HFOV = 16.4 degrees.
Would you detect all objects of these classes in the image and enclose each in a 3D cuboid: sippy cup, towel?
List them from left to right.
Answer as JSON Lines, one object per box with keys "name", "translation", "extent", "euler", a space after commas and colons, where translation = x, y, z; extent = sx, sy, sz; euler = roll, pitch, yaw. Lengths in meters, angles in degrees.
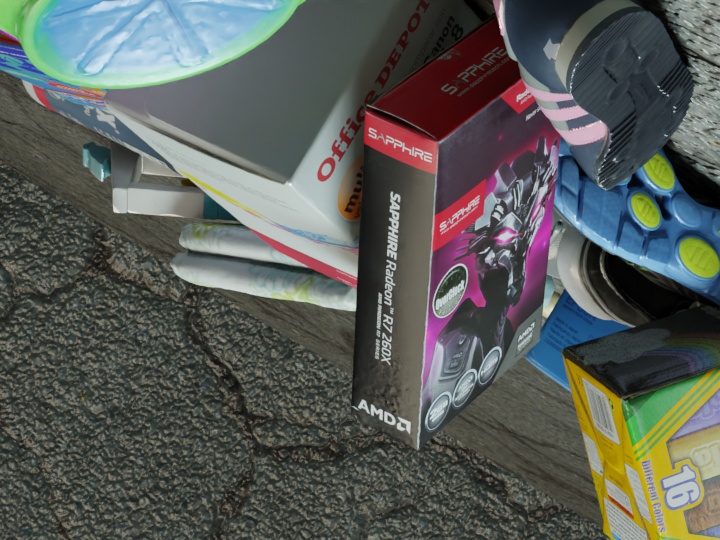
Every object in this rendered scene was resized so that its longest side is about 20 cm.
{"name": "sippy cup", "translation": [-0.105, -0.174, 1.159], "extent": [0.139, 0.131, 0.177], "euler": [-29, 154, 29]}
{"name": "towel", "translation": [0.000, 0.000, 1.626], "extent": [0.199, 0.048, 0.171], "euler": [8, -173, 41]}

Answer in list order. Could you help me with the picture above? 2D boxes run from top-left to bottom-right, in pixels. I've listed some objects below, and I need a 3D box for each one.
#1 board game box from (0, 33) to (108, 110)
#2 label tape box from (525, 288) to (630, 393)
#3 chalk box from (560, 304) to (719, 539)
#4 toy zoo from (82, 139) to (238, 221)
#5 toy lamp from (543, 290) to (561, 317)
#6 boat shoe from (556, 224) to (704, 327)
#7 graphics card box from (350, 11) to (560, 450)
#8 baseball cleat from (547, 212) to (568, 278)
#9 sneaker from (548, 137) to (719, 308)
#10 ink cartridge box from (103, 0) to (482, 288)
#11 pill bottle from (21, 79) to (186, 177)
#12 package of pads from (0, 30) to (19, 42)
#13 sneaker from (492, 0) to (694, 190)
{"name": "board game box", "translation": [-0.147, -0.125, 1.469], "extent": [0.151, 0.045, 0.200], "euler": [13, 177, 24]}
{"name": "label tape box", "translation": [0.228, 0.088, 1.675], "extent": [0.200, 0.064, 0.144], "euler": [22, -170, -45]}
{"name": "chalk box", "translation": [0.237, 0.085, 1.444], "extent": [0.124, 0.199, 0.124], "euler": [-139, 33, -74]}
{"name": "toy zoo", "translation": [-0.089, -0.073, 1.686], "extent": [0.199, 0.021, 0.131], "euler": [5, -149, 3]}
{"name": "toy lamp", "translation": [0.140, 0.024, 1.897], "extent": [0.199, 0.058, 0.058], "euler": [30, 173, 6]}
{"name": "boat shoe", "translation": [0.205, 0.019, 1.534], "extent": [0.199, 0.074, 0.068], "euler": [33, 169, -36]}
{"name": "graphics card box", "translation": [0.051, -0.020, 1.305], "extent": [0.051, 0.125, 0.201], "euler": [25, 131, 26]}
{"name": "baseball cleat", "translation": [0.076, -0.034, 1.567], "extent": [0.199, 0.107, 0.070], "euler": [30, 129, 3]}
{"name": "sneaker", "translation": [0.154, -0.031, 1.402], "extent": [0.199, 0.071, 0.083], "euler": [32, 167, -33]}
{"name": "ink cartridge box", "translation": [-0.011, -0.088, 1.374], "extent": [0.144, 0.146, 0.200], "euler": [25, 171, 36]}
{"name": "pill bottle", "translation": [-0.112, -0.126, 1.629], "extent": [0.199, 0.120, 0.120], "euler": [26, 172, 24]}
{"name": "package of pads", "translation": [-0.167, -0.189, 1.311], "extent": [0.120, 0.076, 0.200], "euler": [28, -157, -2]}
{"name": "sneaker", "translation": [0.107, -0.103, 1.189], "extent": [0.082, 0.070, 0.200], "euler": [45, 175, 20]}
